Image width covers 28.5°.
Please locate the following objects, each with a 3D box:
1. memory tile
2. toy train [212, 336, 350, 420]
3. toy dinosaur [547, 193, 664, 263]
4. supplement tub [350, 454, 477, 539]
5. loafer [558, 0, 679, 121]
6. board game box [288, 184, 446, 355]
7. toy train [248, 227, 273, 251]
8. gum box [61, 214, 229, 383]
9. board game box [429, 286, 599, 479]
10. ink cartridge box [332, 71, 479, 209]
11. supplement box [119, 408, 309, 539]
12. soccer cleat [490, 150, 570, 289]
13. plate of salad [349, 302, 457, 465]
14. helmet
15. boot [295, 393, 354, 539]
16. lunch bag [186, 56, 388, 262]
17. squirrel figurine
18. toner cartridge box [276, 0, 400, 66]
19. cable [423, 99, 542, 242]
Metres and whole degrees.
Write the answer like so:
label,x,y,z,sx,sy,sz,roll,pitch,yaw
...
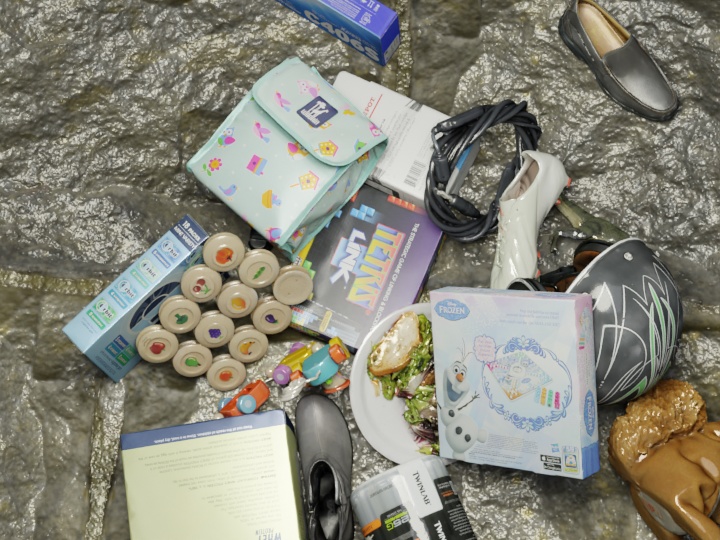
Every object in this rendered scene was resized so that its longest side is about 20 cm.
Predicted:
label,x,y,z,sx,sy,sz,roll,pitch,yaw
memory tile,-0.163,0.054,1.710,0.152,0.017,0.201,26,113,-29
toy train,-0.085,0.146,1.705,0.150,0.199,0.056,-43,104,-31
toy dinosaur,0.285,-0.040,1.784,0.200,0.048,0.088,40,77,16
supplement tub,0.077,0.328,1.651,0.122,0.123,0.201,-23,74,-3
loafer,0.333,-0.273,1.828,0.073,0.072,0.200,-44,77,-10
board game box,0.000,0.000,1.781,0.164,0.057,0.202,21,77,10
toy train,-0.120,-0.119,1.825,0.034,0.046,0.202,5,75,4
gum box,-0.255,0.038,1.725,0.200,0.170,0.045,-44,76,-9
board game box,0.174,0.123,1.613,0.199,0.043,0.201,3,102,40
ink cartridge box,0.040,-0.159,1.814,0.199,0.068,0.117,26,77,12
supplement box,-0.165,0.286,1.670,0.198,0.134,0.202,-9,74,1
soccer cleat,0.193,-0.052,1.757,0.077,0.069,0.202,21,89,-35
plate of salad,0.085,0.140,1.712,0.198,0.048,0.202,-1,92,-15
helmet,0.282,0.058,1.656,0.190,0.200,0.201,12,70,51
boot,-0.040,0.233,1.679,0.069,0.132,0.202,-13,74,0
lunch bag,-0.084,-0.142,1.738,0.170,0.122,0.200,41,88,15
squirrel figurine,0.396,0.205,1.664,0.186,0.142,0.200,-38,78,-14
toner cartridge box,-0.041,-0.350,1.859,0.199,0.095,0.043,33,79,12
cable,0.161,-0.126,1.761,0.199,0.051,0.165,-25,115,-37
